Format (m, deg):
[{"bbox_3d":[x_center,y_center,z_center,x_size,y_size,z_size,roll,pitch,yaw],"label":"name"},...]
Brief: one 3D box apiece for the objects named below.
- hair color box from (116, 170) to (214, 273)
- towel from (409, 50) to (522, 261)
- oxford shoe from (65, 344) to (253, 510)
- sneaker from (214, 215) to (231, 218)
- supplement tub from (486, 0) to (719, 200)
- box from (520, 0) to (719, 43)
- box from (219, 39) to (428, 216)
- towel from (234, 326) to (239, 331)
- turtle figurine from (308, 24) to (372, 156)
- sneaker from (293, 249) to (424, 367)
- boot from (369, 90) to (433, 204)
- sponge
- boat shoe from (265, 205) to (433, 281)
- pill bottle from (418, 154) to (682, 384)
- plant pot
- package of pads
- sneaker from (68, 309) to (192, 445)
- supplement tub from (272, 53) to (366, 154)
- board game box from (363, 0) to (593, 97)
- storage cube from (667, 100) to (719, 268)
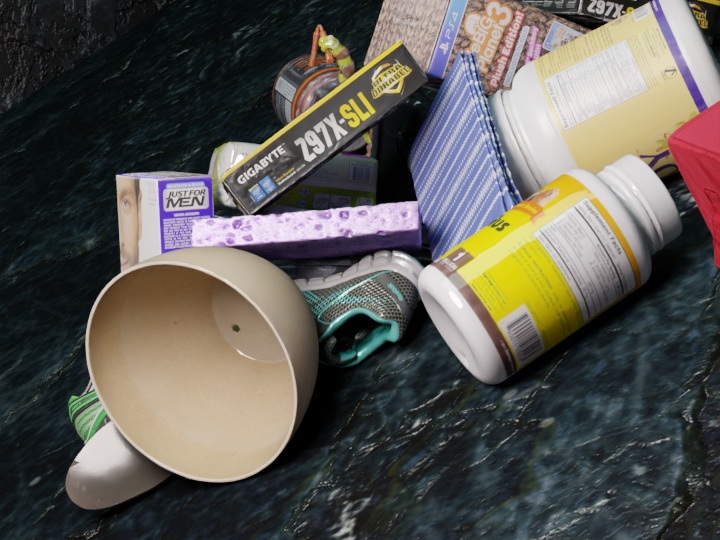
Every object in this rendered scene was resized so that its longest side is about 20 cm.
[{"bbox_3d":[-0.185,0.007,1.793,0.065,0.201,0.109,-4,6,-28],"label":"hair color box"},{"bbox_3d":[0.091,-0.075,1.629,0.145,0.024,0.201,118,150,-43],"label":"towel"},{"bbox_3d":[-0.178,0.149,1.667,0.200,0.071,0.071,-37,-7,-20],"label":"oxford shoe"},{"bbox_3d":[-0.134,-0.017,1.854,0.078,0.091,0.200,-39,21,-24],"label":"sneaker"},{"bbox_3d":[0.222,-0.139,1.640,0.199,0.146,0.146,-26,20,14],"label":"supplement tub"},{"bbox_3d":[0.250,-0.273,1.920,0.159,0.050,0.200,10,4,-23],"label":"box"},{"bbox_3d":[-0.035,-0.123,1.680,0.200,0.049,0.160,-37,4,-2],"label":"box"},{"bbox_3d":[-0.077,0.008,1.902,0.143,0.023,0.200,-4,33,51],"label":"towel"},{"bbox_3d":[0.009,-0.156,1.935,0.064,0.201,0.161,-18,21,-11],"label":"turtle figurine"},{"bbox_3d":[-0.032,0.052,1.660,0.200,0.078,0.091,-26,29,29],"label":"sneaker"},{"bbox_3d":[0.081,-0.078,1.780,0.065,0.165,0.200,-25,39,-19],"label":"boot"},{"bbox_3d":[-0.045,-0.031,1.638,0.199,0.030,0.112,-4,-8,4],"label":"sponge"},{"bbox_3d":[0.000,0.000,1.731,0.199,0.091,0.071,8,-10,17],"label":"boat shoe"},{"bbox_3d":[0.152,-0.006,1.469,0.200,0.110,0.109,-34,19,-9],"label":"pill bottle"},{"bbox_3d":[-0.114,0.060,1.588,0.200,0.201,0.134,-18,13,32],"label":"plant pot"},{"bbox_3d":[-0.074,-0.089,1.861,0.154,0.069,0.200,6,0,-10],"label":"package of pads"},{"bbox_3d":[-0.202,0.077,1.706,0.085,0.078,0.200,41,96,29],"label":"sneaker"},{"bbox_3d":[-0.037,-0.194,2.217,0.107,0.107,0.200,-32,20,-5],"label":"supplement tub"},{"bbox_3d":[0.132,-0.216,1.859,0.159,0.199,0.097,21,93,66],"label":"board game box"},{"bbox_3d":[0.338,-0.045,1.203,0.200,0.171,0.180,-33,21,-8],"label":"storage cube"}]
